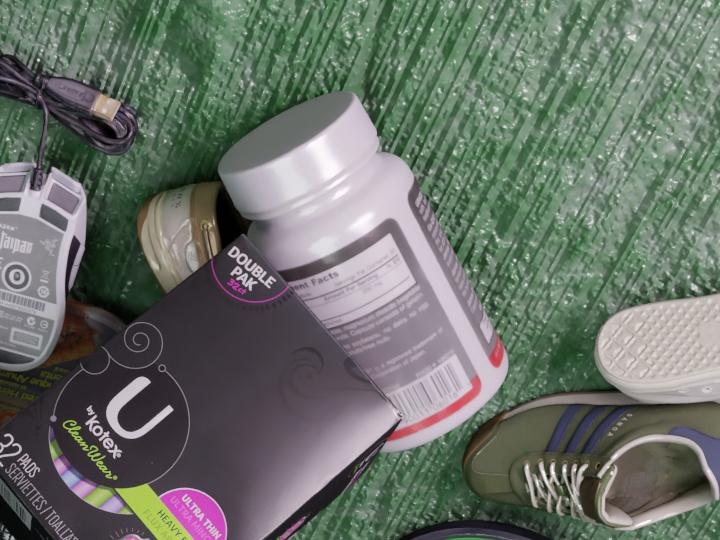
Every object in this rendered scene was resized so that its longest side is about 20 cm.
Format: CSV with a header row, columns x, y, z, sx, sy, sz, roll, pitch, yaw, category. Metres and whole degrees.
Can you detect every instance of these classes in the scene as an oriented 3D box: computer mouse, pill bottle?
x,y,z,sx,sy,sz,roll,pitch,yaw,category
-0.213,-0.034,1.403,0.109,0.044,0.202,16,107,2,computer mouse
0.000,0.000,1.326,0.113,0.114,0.201,-19,111,26,pill bottle

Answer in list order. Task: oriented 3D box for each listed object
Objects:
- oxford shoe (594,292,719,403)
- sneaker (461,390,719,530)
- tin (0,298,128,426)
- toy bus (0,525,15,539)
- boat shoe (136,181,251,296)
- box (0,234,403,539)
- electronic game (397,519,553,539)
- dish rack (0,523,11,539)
x,y,z,sx,sy,sz,roll,pitch,yaw,category
0.242,0.047,1.314,0.198,0.076,0.058,-5,159,11,oxford shoe
0.148,0.124,1.363,0.198,0.090,0.068,-12,115,24,sneaker
-0.237,0.067,1.440,0.198,0.113,0.042,14,144,10,tin
-0.168,0.149,1.493,0.199,0.065,0.078,-34,106,30,toy bus
-0.069,0.033,1.390,0.066,0.074,0.201,-19,111,32,boat shoe
-0.101,0.108,1.260,0.149,0.200,0.124,49,161,8,box
0.090,0.256,1.485,0.198,0.042,0.202,8,120,14,electronic game
-0.182,0.153,1.390,0.198,0.055,0.154,11,153,10,dish rack
